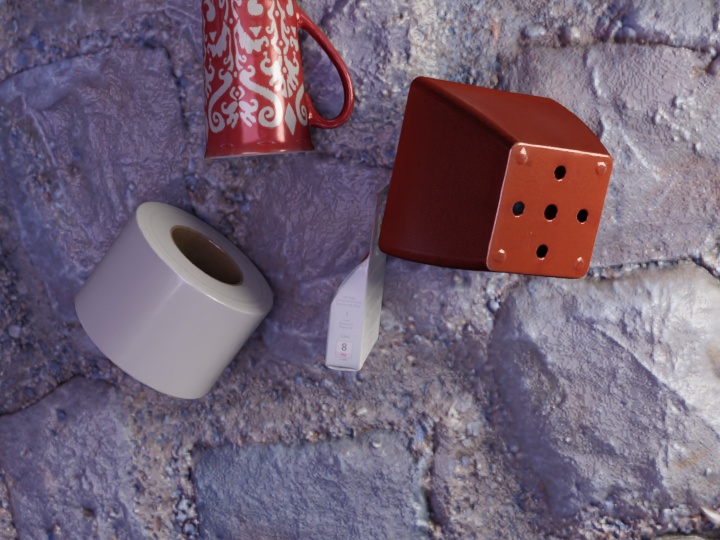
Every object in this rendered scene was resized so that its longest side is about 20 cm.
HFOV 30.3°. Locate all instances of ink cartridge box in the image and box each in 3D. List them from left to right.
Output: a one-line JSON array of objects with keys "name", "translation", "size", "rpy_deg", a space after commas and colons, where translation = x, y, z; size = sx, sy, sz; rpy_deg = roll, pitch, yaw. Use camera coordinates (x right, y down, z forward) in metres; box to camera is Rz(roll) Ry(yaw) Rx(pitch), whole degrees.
[{"name": "ink cartridge box", "translation": [0.000, 0.000, 1.552], "size": [0.056, 0.163, 0.203], "rpy_deg": [3, 101, 8]}]

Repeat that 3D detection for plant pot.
[{"name": "plant pot", "translation": [0.159, -0.085, 1.445], "size": [0.198, 0.176, 0.203], "rpy_deg": [5, 104, -28]}]

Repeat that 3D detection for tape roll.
[{"name": "tape roll", "translation": [-0.222, 0.034, 1.592], "size": [0.202, 0.203, 0.140], "rpy_deg": [39, 107, 4]}]

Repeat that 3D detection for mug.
[{"name": "mug", "translation": [-0.111, -0.239, 1.575], "size": [0.133, 0.176, 0.203], "rpy_deg": [1, 97, 50]}]
